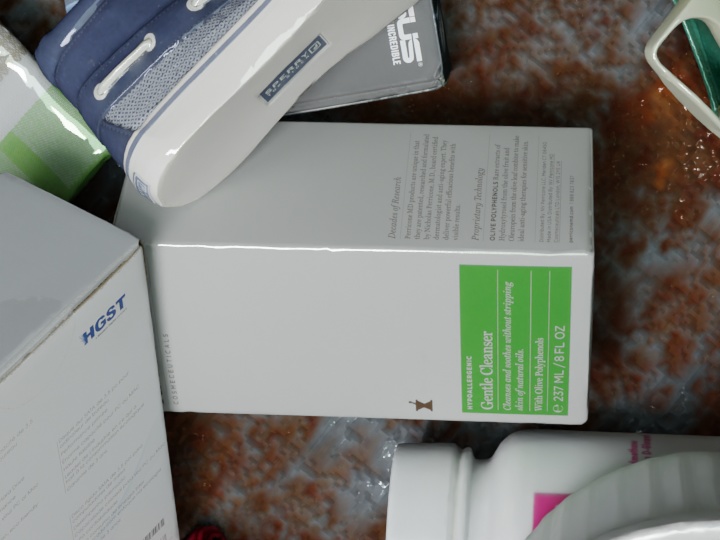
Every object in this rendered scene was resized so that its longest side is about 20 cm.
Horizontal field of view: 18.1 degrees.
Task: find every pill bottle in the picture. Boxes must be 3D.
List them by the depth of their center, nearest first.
[{"bbox_3d":[0.113,0.127,0.990,0.199,0.113,0.114,2,104,5],"label":"pill bottle"}]

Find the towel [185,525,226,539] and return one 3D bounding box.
[{"bbox_3d":[-0.140,0.202,1.017,0.200,0.145,0.022,-40,103,12],"label":"towel"}]

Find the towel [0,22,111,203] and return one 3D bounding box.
[{"bbox_3d":[-0.220,-0.074,0.995,0.200,0.031,0.149,42,120,-2],"label":"towel"}]

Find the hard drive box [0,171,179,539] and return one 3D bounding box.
[{"bbox_3d":[-0.156,0.088,0.934,0.077,0.156,0.201,26,140,24],"label":"hard drive box"}]

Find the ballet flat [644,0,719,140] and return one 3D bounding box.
[{"bbox_3d":[0.143,-0.122,0.946,0.070,0.067,0.201,-32,101,-17],"label":"ballet flat"}]

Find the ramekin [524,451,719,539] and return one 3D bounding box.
[{"bbox_3d":[0.138,0.170,0.891,0.199,0.098,0.201,2,109,5],"label":"ramekin"}]

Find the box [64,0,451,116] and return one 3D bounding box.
[{"bbox_3d":[-0.055,-0.166,0.973,0.159,0.044,0.201,-8,103,8],"label":"box"}]

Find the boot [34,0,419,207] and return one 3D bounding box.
[{"bbox_3d":[-0.040,-0.125,0.924,0.200,0.073,0.090,-43,69,-4],"label":"boot"}]

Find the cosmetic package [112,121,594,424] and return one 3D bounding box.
[{"bbox_3d":[0.000,0.000,0.970,0.199,0.085,0.108,0,134,5],"label":"cosmetic package"}]
